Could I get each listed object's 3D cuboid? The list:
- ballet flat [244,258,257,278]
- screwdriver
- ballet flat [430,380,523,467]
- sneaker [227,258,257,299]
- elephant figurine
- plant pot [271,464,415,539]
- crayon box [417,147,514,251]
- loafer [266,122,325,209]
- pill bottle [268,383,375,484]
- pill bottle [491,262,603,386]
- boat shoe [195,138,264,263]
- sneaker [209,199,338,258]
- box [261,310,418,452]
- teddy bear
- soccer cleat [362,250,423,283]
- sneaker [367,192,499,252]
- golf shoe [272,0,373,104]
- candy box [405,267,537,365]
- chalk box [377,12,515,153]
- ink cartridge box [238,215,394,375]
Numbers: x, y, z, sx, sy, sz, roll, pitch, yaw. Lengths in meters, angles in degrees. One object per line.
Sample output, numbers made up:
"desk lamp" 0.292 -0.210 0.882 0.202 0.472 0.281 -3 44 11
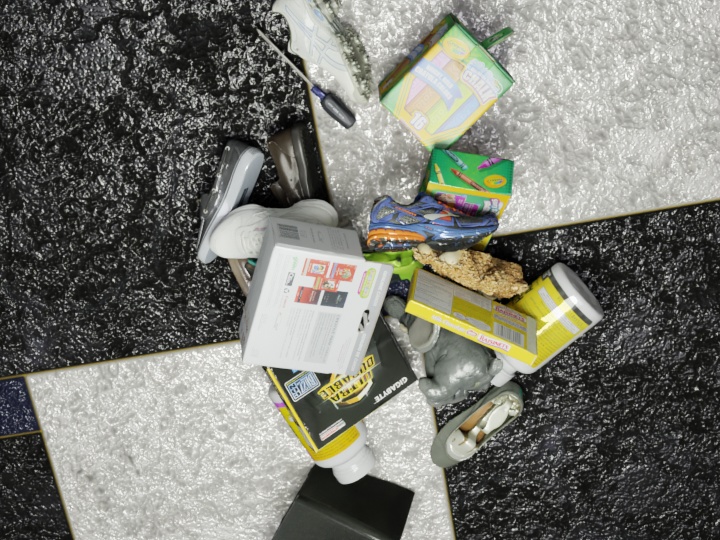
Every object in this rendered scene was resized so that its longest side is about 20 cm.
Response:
"ballet flat" -0.092 0.032 1.648 0.199 0.068 0.069 11 104 -31
"screwdriver" -0.084 -0.283 1.598 0.200 0.028 0.029 40 134 -10
"ballet flat" 0.188 0.259 1.760 0.067 0.064 0.200 41 105 -12
"sneaker" -0.134 0.041 1.687 0.075 0.070 0.201 -27 108 4
"elephant figurine" 0.120 0.093 1.622 0.155 0.141 0.201 -23 72 10
"plant pot" -0.044 0.436 1.765 0.177 0.200 0.201 31 107 2
"crayon box" 0.145 -0.100 1.574 0.118 0.200 0.059 9 67 -2
"loafer" -0.099 -0.124 1.635 0.071 0.073 0.201 -3 108 15
"pill bottle" -0.056 0.245 1.737 0.104 0.104 0.201 -29 106 10
"pill bottle" 0.268 0.090 1.673 0.200 0.111 0.111 -42 104 17
"boat shoe" -0.215 -0.109 1.642 0.066 0.070 0.201 32 115 14
"sneaker" -0.136 -0.054 1.572 0.199 0.100 0.075 -12 114 17
"box" -0.032 0.156 1.657 0.200 0.049 0.160 -33 104 -15
"teddy bear" 0.163 0.002 1.613 0.144 0.200 0.067 15 89 31
"soccer cleat" 0.000 0.000 1.650 0.199 0.068 0.081 -3 144 -14
"sneaker" 0.103 -0.072 1.491 0.199 0.075 0.079 0 76 -24
"golf shoe" -0.053 -0.326 1.569 0.097 0.078 0.201 -22 102 26
"candy box" 0.162 0.065 1.557 0.199 0.102 0.026 24 116 -4
"chalk box" 0.135 -0.282 1.543 0.124 0.125 0.200 42 104 -13
"ink cartridge box" -0.065 0.041 1.523 0.175 0.084 0.201 9 120 -17
